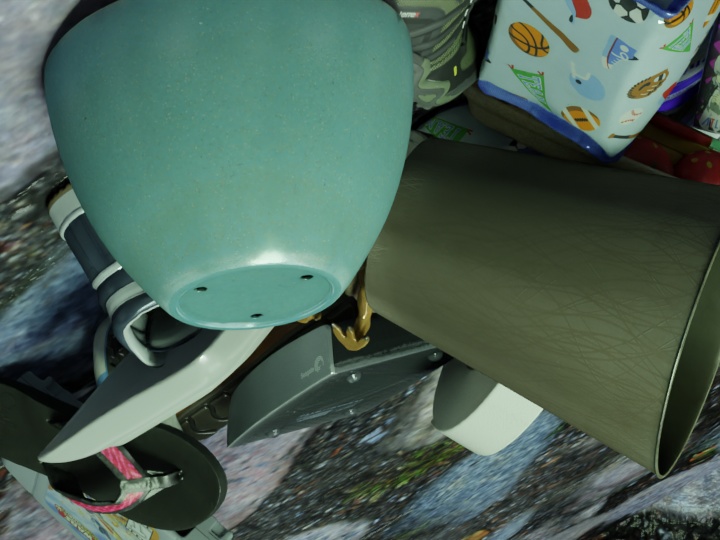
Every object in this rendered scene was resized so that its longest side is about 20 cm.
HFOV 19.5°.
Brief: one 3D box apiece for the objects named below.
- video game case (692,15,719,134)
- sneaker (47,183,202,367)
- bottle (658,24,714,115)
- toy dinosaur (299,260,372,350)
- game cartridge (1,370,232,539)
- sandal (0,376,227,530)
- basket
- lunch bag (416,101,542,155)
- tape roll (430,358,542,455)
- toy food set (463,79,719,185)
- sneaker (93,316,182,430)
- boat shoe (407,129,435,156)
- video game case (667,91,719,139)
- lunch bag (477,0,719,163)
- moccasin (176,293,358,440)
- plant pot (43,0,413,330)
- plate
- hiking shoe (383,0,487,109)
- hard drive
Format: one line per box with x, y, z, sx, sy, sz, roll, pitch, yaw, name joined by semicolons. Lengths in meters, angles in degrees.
0.300;-0.177;1.407;0.199;0.036;0.183;-1;107;-55;video game case
-0.103;-0.001;1.303;0.070;0.109;0.199;-39;160;27;sneaker
0.201;-0.153;1.425;0.083;0.066;0.200;-25;166;4;bottle
0.000;0.000;1.314;0.201;0.060;0.107;73;37;-52;toy dinosaur
-0.175;0.166;1.499;0.042;0.200;0.133;-45;171;-34;game cartridge
-0.184;0.129;1.410;0.045;0.199;0.076;-37;141;-63;sandal
0.114;0.006;1.244;0.136;0.199;0.182;-33;138;-60;basket
0.084;-0.052;1.514;0.159;0.076;0.200;-20;158;-22;lunch bag
0.114;0.029;1.408;0.203;0.037;0.203;-57;-170;16;tape roll
0.152;-0.091;1.344;0.198;0.199;0.049;-81;-166;-81;toy food set
-0.165;0.107;1.509;0.072;0.072;0.201;-56;149;-36;sneaker
-0.006;-0.036;1.427;0.200;0.072;0.059;-41;167;36;boat shoe
0.236;-0.107;1.543;0.200;0.022;0.182;-45;-175;43;video game case
0.171;-0.189;1.196;0.200;0.123;0.170;-54;171;-26;lunch bag
-0.070;0.052;1.565;0.201;0.078;0.073;-35;146;28;moccasin
-0.063;-0.047;1.104;0.198;0.136;0.200;-6;159;-2;plant pot
-0.099;0.041;1.358;0.199;0.032;0.200;-33;-167;45;plate
0.043;-0.154;1.177;0.100;0.076;0.200;-32;161;18;hiking shoe
-0.012;0.071;1.459;0.134;0.043;0.200;-13;168;-28;hard drive
